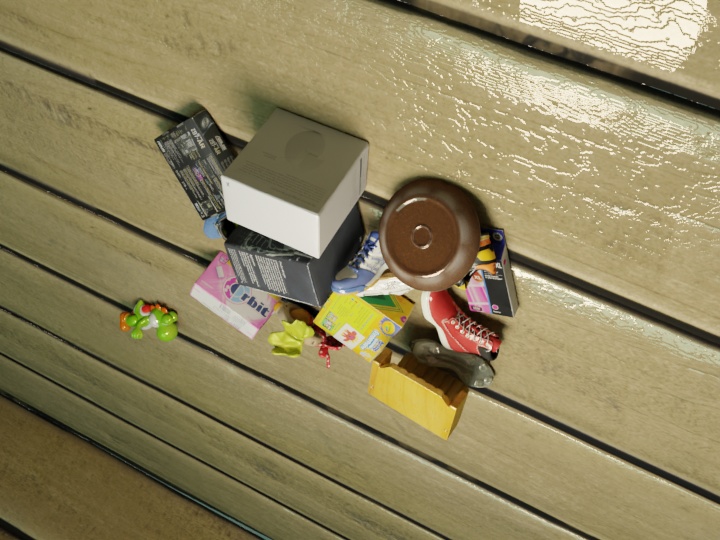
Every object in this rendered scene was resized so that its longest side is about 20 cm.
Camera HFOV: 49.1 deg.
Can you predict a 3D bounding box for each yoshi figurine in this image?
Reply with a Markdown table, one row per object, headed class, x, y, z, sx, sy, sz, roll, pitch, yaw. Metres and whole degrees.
| class | x | y | z | sx | sy | sz | roll | pitch | yaw |
| --- | --- | --- | --- | --- | --- | --- | --- | --- | --- |
| yoshi figurine | -0.602 | 0.161 | 2.287 | 0.197 | 0.114 | 0.112 | -1 | 148 | 36 |

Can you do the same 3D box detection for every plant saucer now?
| class | x | y | z | sx | sy | sz | roll | pitch | yaw |
| --- | --- | --- | --- | --- | --- | --- | --- | --- | --- |
| plant saucer | 0.115 | -0.062 | 1.410 | 0.197 | 0.037 | 0.204 | 3 | 96 | 27 |

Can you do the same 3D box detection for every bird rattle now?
| class | x | y | z | sx | sy | sz | roll | pitch | yaw |
| --- | --- | --- | --- | --- | --- | --- | --- | --- | --- |
| bird rattle | -0.125 | 0.135 | 1.860 | 0.113 | 0.198 | 0.164 | -54 | 51 | 25 |

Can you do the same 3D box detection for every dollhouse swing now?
| class | x | y | z | sx | sy | sz | roll | pitch | yaw |
| --- | --- | --- | --- | --- | --- | --- | --- | --- | --- |
| dollhouse swing | 0.146 | 0.227 | 1.698 | 0.198 | 0.176 | 0.183 | 29 | 143 | 17 |

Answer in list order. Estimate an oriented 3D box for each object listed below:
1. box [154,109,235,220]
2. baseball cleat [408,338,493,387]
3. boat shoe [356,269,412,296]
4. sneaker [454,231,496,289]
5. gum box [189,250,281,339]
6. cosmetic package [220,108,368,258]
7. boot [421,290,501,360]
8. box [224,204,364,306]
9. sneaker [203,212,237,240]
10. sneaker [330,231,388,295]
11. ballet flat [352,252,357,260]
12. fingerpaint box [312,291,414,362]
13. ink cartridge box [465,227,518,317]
| class | x | y | z | sx | sy | sz | roll | pitch | yaw |
| --- | --- | --- | --- | --- | --- | --- | --- | --- | --- |
| box | -0.326 | -0.215 | 1.640 | 0.159 | 0.044 | 0.202 | -14 | 111 | 46 |
| baseball cleat | 0.198 | 0.192 | 1.730 | 0.198 | 0.071 | 0.106 | 27 | -176 | -17 |
| boat shoe | 0.077 | 0.014 | 1.566 | 0.196 | 0.072 | 0.070 | -6 | 136 | 9 |
| sneaker | 0.158 | -0.001 | 1.452 | 0.198 | 0.070 | 0.091 | -21 | 87 | 32 |
| gum box | -0.297 | 0.063 | 1.914 | 0.199 | 0.114 | 0.066 | 36 | 145 | -3 |
| cosmetic package | -0.116 | -0.161 | 1.438 | 0.197 | 0.201 | 0.124 | 23 | 144 | 15 |
| boot | 0.210 | 0.103 | 1.584 | 0.143 | 0.073 | 0.201 | 15 | 150 | 41 |
| box | -0.126 | -0.057 | 1.553 | 0.194 | 0.201 | 0.125 | 14 | 141 | 24 |
| sneaker | -0.297 | -0.106 | 1.738 | 0.079 | 0.090 | 0.199 | 48 | 143 | -18 |
| sneaker | 0.019 | -0.030 | 1.504 | 0.075 | 0.199 | 0.089 | 29 | 145 | 46 |
| ballet flat | 0.000 | 0.000 | 1.629 | 0.197 | 0.074 | 0.074 | 24 | 144 | 9 |
| fingerpaint box | 0.004 | 0.095 | 1.750 | 0.166 | 0.074 | 0.200 | 35 | 145 | 0 |
| ink cartridge box | 0.238 | 0.003 | 1.496 | 0.093 | 0.037 | 0.202 | 9 | 136 | 31 |
